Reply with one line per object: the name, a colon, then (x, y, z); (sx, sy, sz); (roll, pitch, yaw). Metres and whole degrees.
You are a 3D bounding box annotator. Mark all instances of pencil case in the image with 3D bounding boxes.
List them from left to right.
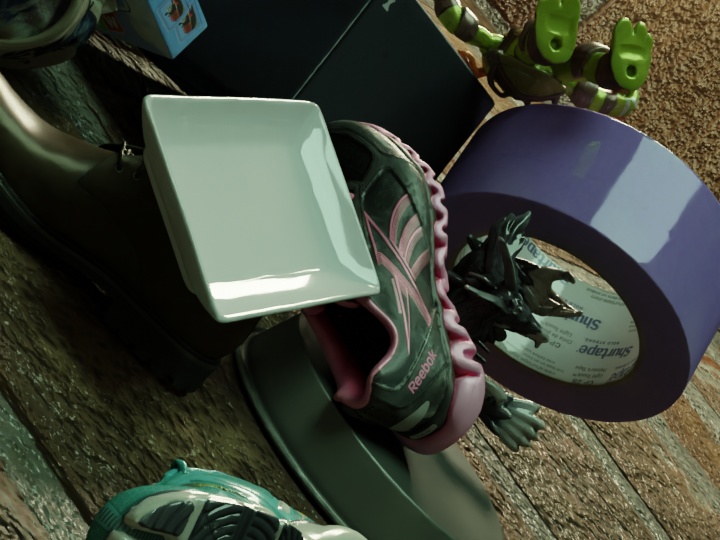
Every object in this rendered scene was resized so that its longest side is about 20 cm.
pencil case: (-0.168, -0.143, 1.118); (0.200, 0.089, 0.078); (-159, -131, -84)

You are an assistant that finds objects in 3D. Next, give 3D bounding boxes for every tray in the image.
tray: (-0.050, -0.030, 1.094); (0.200, 0.022, 0.108); (-8, 78, -68)

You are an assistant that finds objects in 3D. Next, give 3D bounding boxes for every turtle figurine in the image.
turtle figurine: (0.103, -0.138, 1.411); (0.199, 0.065, 0.161); (33, -10, -16)

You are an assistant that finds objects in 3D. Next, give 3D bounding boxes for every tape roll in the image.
tape roll: (0.134, -0.003, 1.430); (0.200, 0.199, 0.085); (46, 55, -15)

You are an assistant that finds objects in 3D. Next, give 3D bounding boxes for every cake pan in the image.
cake pan: (0.010, 0.099, 1.253); (0.200, 0.037, 0.200); (47, 12, -13)

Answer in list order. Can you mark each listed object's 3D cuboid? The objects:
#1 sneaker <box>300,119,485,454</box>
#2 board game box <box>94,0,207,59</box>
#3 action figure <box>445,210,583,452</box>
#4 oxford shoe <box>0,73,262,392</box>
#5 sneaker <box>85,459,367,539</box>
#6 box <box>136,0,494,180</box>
sneaker: (0.000, 0.000, 1.215); (0.095, 0.079, 0.201); (13, 50, -44)
board game box: (-0.174, -0.216, 1.222); (0.151, 0.037, 0.201); (23, -31, 36)
action figure: (0.078, 0.038, 1.347); (0.101, 0.120, 0.200); (29, -17, -3)
oxford shoe: (-0.122, -0.039, 1.095); (0.200, 0.084, 0.073); (44, 15, -17)
sneaker: (-0.066, 0.116, 0.910); (0.079, 0.078, 0.200); (33, 1, 21)
box: (-0.049, -0.144, 1.412); (0.198, 0.124, 0.200); (36, -3, 29)
